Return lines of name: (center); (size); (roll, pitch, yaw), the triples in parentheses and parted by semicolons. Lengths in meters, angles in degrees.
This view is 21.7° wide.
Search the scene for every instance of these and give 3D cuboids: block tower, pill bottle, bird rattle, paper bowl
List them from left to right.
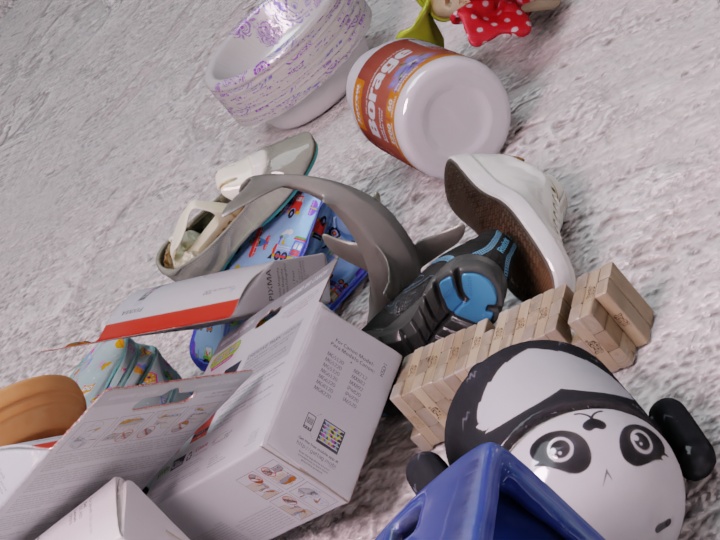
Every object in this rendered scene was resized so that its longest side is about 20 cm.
paper bowl: (-0.071, -0.240, 2.124); (0.200, 0.104, 0.201); (-34, 24, 17)
pill bottle: (0.055, -0.157, 1.763); (0.112, 0.112, 0.200); (-43, 22, -4)
bird rattle: (0.123, -0.270, 1.840); (0.162, 0.114, 0.199); (-14, 4, -37)
block tower: (0.110, 0.064, 1.354); (0.199, 0.058, 0.054); (-28, 25, 33)

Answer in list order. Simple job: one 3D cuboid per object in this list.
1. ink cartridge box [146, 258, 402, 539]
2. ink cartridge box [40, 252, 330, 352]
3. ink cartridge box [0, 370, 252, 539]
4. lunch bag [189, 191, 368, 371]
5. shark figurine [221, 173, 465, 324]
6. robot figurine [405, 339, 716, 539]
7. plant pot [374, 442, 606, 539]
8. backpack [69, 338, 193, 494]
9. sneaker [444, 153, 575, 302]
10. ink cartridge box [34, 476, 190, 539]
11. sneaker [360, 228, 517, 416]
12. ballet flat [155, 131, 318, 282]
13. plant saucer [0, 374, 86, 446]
ink cartridge box: (-0.063, 0.110, 1.440); (0.200, 0.084, 0.176); (-33, 29, 51)
ink cartridge box: (-0.145, 0.027, 1.572); (0.162, 0.058, 0.199); (-11, -6, 37)
ink cartridge box: (-0.195, 0.125, 1.372); (0.162, 0.057, 0.200); (-5, -40, -54)
lunch bag: (-0.082, 0.021, 1.719); (0.150, 0.094, 0.201); (8, 63, 58)
shark figurine: (-0.001, -0.017, 1.483); (0.128, 0.214, 0.090); (-29, 36, 24)
robot figurine: (0.121, 0.116, 1.152); (0.150, 0.125, 0.200); (-47, 22, 7)
plant pot: (0.055, 0.242, 0.952); (0.179, 0.200, 0.201); (-34, 24, 30)
backpack: (-0.212, 0.151, 1.626); (0.166, 0.127, 0.201); (-27, 26, 35)
sneaker: (0.139, -0.041, 1.480); (0.084, 0.073, 0.200); (-8, 35, -18)
ink cartridge box: (-0.203, 0.270, 1.372); (0.200, 0.146, 0.084); (-38, 24, 10)
sneaker: (0.053, 0.044, 1.450); (0.200, 0.073, 0.082); (-39, 10, 38)
ballet flat: (-0.117, -0.057, 1.705); (0.200, 0.063, 0.068); (-47, 33, 28)
plant saucer: (-0.289, 0.160, 1.449); (0.200, 0.037, 0.200); (-37, -19, -15)
